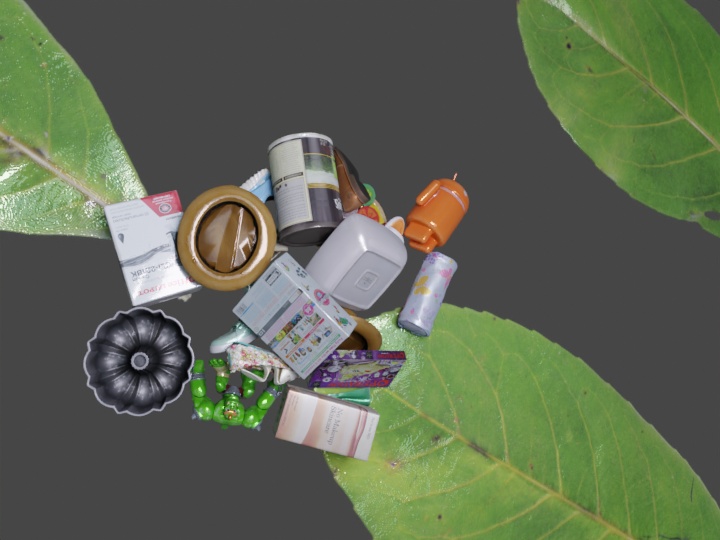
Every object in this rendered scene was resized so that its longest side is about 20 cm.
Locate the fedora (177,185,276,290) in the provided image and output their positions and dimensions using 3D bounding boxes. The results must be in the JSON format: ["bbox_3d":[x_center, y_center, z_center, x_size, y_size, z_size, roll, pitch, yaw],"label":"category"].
[{"bbox_3d":[-0.262,-0.061,1.108,0.197,0.082,0.205,0,88,-13],"label":"fedora"}]

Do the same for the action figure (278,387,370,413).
[{"bbox_3d":[-0.080,0.313,1.228,0.196,0.055,0.120,5,83,-14],"label":"action figure"}]

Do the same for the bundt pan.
[{"bbox_3d":[-0.421,0.174,1.088,0.198,0.076,0.206,1,84,-12],"label":"bundt pan"}]

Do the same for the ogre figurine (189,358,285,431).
[{"bbox_3d":[-0.260,0.257,1.146,0.198,0.098,0.122,26,56,-32],"label":"ogre figurine"}]

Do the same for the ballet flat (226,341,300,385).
[{"bbox_3d":[-0.184,0.198,1.140,0.198,0.075,0.065,19,62,-30],"label":"ballet flat"}]

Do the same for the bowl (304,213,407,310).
[{"bbox_3d":[0.000,0.000,1.186,0.200,0.075,0.199,-49,137,15],"label":"bowl"}]

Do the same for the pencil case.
[{"bbox_3d":[0.162,0.057,1.337,0.091,0.082,0.202,42,67,-49],"label":"pencil case"}]

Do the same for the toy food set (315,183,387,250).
[{"bbox_3d":[-0.024,-0.101,1.302,0.198,0.049,0.200,-28,94,-22],"label":"toy food set"}]

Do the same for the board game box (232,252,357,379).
[{"bbox_3d":[-0.129,0.090,1.101,0.200,0.064,0.147,45,115,-2],"label":"board game box"}]

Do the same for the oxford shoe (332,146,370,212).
[{"bbox_3d":[-0.041,-0.208,1.266,0.071,0.202,0.071,-36,134,17],"label":"oxford shoe"}]

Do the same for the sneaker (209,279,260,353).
[{"bbox_3d":[-0.245,0.087,1.177,0.199,0.073,0.120,-29,100,-31],"label":"sneaker"}]

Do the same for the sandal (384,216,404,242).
[{"bbox_3d":[0.054,-0.026,1.289,0.208,0.059,0.079,-55,146,-11],"label":"sandal"}]

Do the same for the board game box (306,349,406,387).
[{"bbox_3d":[-0.009,0.218,1.235,0.197,0.121,0.033,3,53,-21],"label":"board game box"}]

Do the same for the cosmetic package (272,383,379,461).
[{"bbox_3d":[-0.072,0.313,1.159,0.197,0.087,0.105,17,83,-12],"label":"cosmetic package"}]

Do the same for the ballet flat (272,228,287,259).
[{"bbox_3d":[-0.242,-0.027,1.200,0.198,0.067,0.063,-27,104,-22],"label":"ballet flat"}]

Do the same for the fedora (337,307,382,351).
[{"bbox_3d":[-0.049,0.139,1.222,0.197,0.202,0.083,7,44,-20],"label":"fedora"}]

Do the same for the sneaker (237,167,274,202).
[{"bbox_3d":[-0.248,-0.130,1.203,0.200,0.078,0.090,-44,103,-20],"label":"sneaker"}]

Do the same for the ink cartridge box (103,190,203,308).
[{"bbox_3d":[-0.411,-0.040,1.122,0.142,0.084,0.203,-17,91,-23],"label":"ink cartridge box"}]

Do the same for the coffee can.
[{"bbox_3d":[-0.115,-0.168,1.193,0.144,0.146,0.204,-5,79,-22],"label":"coffee can"}]

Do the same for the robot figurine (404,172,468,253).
[{"bbox_3d":[0.186,-0.139,1.353,0.144,0.116,0.201,41,71,-12],"label":"robot figurine"}]
